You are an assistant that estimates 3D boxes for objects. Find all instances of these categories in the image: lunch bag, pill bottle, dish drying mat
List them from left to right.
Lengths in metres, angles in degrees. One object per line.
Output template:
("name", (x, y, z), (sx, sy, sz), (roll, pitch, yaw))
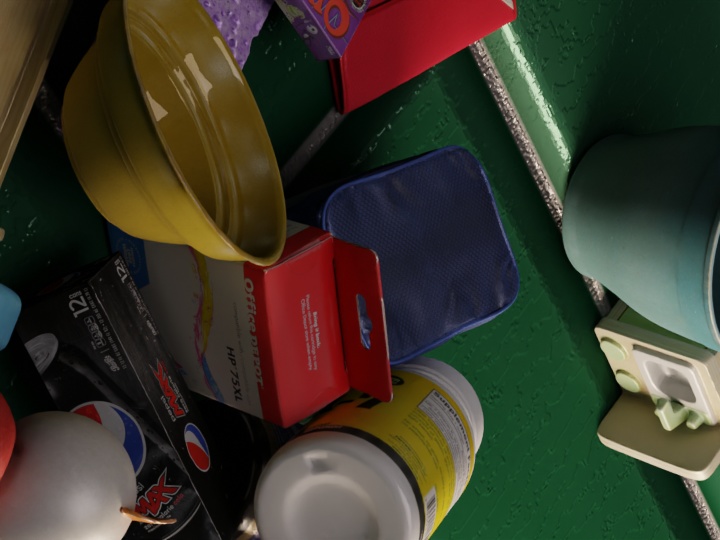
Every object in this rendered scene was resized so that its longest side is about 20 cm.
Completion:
("pill bottle", (-0.054, 0.169, 1.302), (0.199, 0.111, 0.113), (25, 85, -47))
("lunch bag", (0.000, 0.000, 1.286), (0.199, 0.132, 0.137), (-21, 94, -41))
("pill bottle", (0.014, 0.134, 1.204), (0.200, 0.113, 0.115), (-38, 133, -65))
("dish drying mat", (0.050, -0.194, 1.360), (0.199, 0.018, 0.077), (-33, 126, -35))

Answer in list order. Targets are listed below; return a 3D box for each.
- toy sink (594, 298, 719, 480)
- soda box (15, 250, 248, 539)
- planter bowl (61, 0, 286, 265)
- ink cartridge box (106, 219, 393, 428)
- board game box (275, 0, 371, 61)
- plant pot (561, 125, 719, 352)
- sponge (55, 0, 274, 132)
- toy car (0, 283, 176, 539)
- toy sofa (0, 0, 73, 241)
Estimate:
("toy sink", (0.306, 0.072, 1.636), (0.200, 0.130, 0.112), (-50, 133, -21))
("soda box", (-0.149, 0.095, 1.149), (0.201, 0.063, 0.071), (64, 16, -11))
("planter bowl", (-0.127, -0.082, 1.082), (0.201, 0.083, 0.201), (57, 19, -32))
("ink cartridge box", (-0.075, 0.026, 1.166), (0.067, 0.199, 0.117), (-28, 122, -39))
("board game box", (-0.049, -0.257, 1.195), (0.200, 0.032, 0.121), (53, 53, -36))
("plant pot", (0.288, -0.040, 1.535), (0.199, 0.187, 0.202), (-17, 115, -41))
("sponge", (-0.121, -0.163, 1.182), (0.111, 0.030, 0.201), (31, 79, -48))
("toy car", (-0.208, 0.123, 1.037), (0.199, 0.177, 0.186), (25, 74, -20))
("toy sofa", (-0.236, -0.127, 1.049), (0.201, 0.097, 0.083), (-69, 162, -3))
